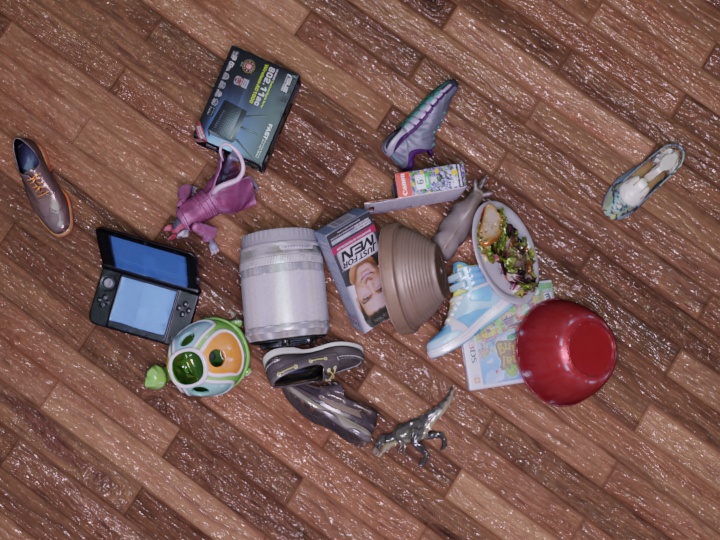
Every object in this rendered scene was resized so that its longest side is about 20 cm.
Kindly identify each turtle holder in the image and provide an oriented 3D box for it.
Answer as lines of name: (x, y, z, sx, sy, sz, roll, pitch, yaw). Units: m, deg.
turtle holder: (-0.297, 0.158, 1.270, 0.180, 0.131, 0.145, 11, 100, 16)

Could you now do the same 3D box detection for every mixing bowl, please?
mixing bowl: (0.398, 0.148, 1.294, 0.194, 0.108, 0.207, 2, 81, -15)

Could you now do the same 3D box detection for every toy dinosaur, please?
toy dinosaur: (0.117, 0.311, 1.321, 0.197, 0.048, 0.089, -32, 79, -8)

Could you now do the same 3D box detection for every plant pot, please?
plant pot: (0.104, 0.008, 1.267, 0.090, 0.200, 0.207, -10, 83, 17)

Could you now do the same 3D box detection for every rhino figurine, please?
rhino figurine: (0.194, -0.100, 1.347, 0.059, 0.087, 0.202, 34, 81, 1)

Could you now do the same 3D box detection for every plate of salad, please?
plate of salad: (0.282, -0.038, 1.313, 0.197, 0.048, 0.206, 20, 60, -37)

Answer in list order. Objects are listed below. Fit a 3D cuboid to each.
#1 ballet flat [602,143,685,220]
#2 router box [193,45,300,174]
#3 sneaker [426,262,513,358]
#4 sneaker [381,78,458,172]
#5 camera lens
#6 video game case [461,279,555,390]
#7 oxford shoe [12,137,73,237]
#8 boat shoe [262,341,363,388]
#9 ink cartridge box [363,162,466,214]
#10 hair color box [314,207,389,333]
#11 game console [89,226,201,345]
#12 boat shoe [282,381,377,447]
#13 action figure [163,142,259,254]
ballet flat: (0.559, -0.180, 1.377, 0.200, 0.074, 0.074, -44, 86, -6)
router box: (-0.220, -0.315, 1.374, 0.146, 0.062, 0.205, 22, 83, 0)
sneaker: (0.180, 0.065, 1.315, 0.198, 0.080, 0.132, -34, 87, -14)
sneaker: (0.134, -0.283, 1.386, 0.200, 0.074, 0.088, -45, 103, 2)
camera lens: (-0.140, 0.036, 1.286, 0.155, 0.160, 0.207, -6, 84, -2)
video game case: (0.290, 0.125, 1.357, 0.194, 0.022, 0.188, -8, 84, -3)
oxford shoe: (-0.615, -0.159, 1.340, 0.070, 0.073, 0.204, -28, 85, -5)
boat shoe: (-0.080, 0.179, 1.291, 0.196, 0.073, 0.062, -4, 49, -23)
ink cartridge box: (0.098, -0.155, 1.340, 0.194, 0.109, 0.052, -9, 83, -3)
hair color box: (0.000, 0.000, 1.294, 0.098, 0.060, 0.204, -29, 112, -19)
game console: (-0.407, 0.035, 1.301, 0.194, 0.119, 0.177, 15, 83, 1)
boat shoe: (-0.056, 0.253, 1.317, 0.197, 0.075, 0.074, 31, 58, 6)
action figure: (-0.282, -0.120, 1.311, 0.199, 0.149, 0.135, -39, 90, -12)
